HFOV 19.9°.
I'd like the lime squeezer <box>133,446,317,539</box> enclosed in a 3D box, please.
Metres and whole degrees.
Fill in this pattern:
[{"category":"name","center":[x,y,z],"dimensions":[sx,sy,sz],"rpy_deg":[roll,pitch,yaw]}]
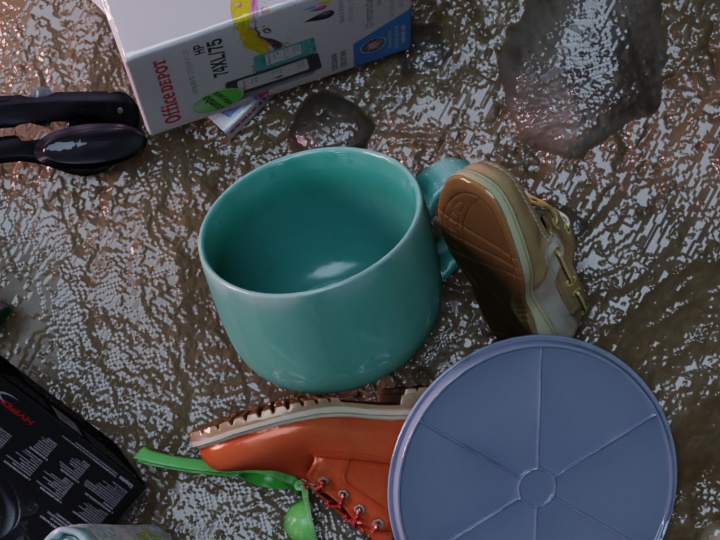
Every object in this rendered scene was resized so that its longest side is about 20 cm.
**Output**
[{"category":"lime squeezer","center":[-0.059,0.169,1.401],"dimensions":[0.200,0.038,0.071],"rpy_deg":[42,58,9]}]

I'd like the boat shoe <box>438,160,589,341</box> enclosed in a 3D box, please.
[{"category":"boat shoe","center":[0.105,-0.014,1.339],"dimensions":[0.074,0.200,0.066],"rpy_deg":[32,70,31]}]

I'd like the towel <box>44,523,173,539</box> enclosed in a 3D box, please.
[{"category":"towel","center":[-0.138,0.261,1.317],"dimensions":[0.048,0.171,0.201],"rpy_deg":[-19,79,8]}]

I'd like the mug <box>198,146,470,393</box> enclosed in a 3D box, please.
[{"category":"mug","center":[-0.006,0.007,1.368],"dimensions":[0.183,0.115,0.153],"rpy_deg":[-3,41,15]}]

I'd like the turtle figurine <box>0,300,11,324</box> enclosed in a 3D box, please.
[{"category":"turtle figurine","center":[-0.354,-0.003,1.456],"dimensions":[0.200,0.101,0.150],"rpy_deg":[41,93,5]}]

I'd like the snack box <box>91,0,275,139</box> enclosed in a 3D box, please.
[{"category":"snack box","center":[-0.139,-0.189,1.482],"dimensions":[0.072,0.024,0.200],"rpy_deg":[-44,78,-2]}]

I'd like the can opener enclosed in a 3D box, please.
[{"category":"can opener","center":[-0.251,-0.098,1.444],"dimensions":[0.198,0.079,0.064],"rpy_deg":[-2,83,-10]}]

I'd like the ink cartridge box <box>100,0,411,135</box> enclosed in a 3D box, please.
[{"category":"ink cartridge box","center":[-0.081,-0.209,1.393],"dimensions":[0.199,0.147,0.147],"rpy_deg":[-19,75,-4]}]

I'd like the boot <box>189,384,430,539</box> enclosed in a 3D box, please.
[{"category":"boot","center":[-0.014,0.134,1.373],"dimensions":[0.198,0.075,0.108],"rpy_deg":[-2,90,-10]}]

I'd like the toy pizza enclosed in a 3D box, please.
[{"category":"toy pizza","center":[0.113,0.140,1.360],"dimensions":[0.198,0.032,0.202],"rpy_deg":[-2,99,-11]}]

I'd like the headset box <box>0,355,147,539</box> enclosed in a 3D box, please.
[{"category":"headset box","center":[-0.268,0.168,1.384],"dimensions":[0.200,0.077,0.149],"rpy_deg":[-49,122,1]}]
